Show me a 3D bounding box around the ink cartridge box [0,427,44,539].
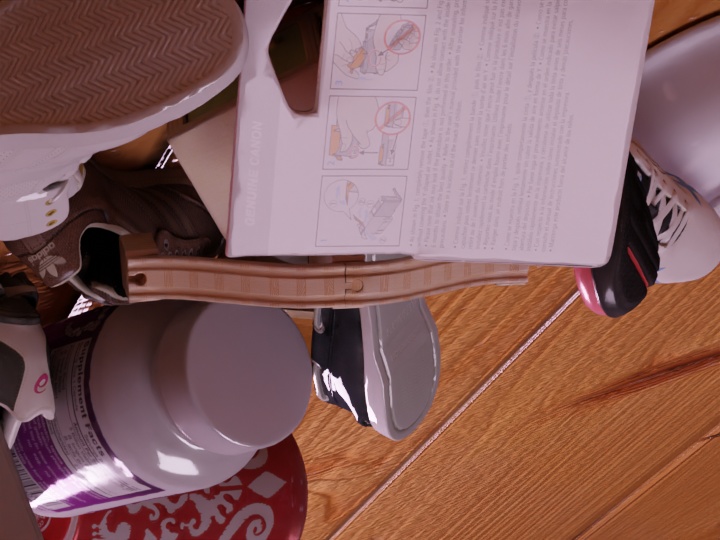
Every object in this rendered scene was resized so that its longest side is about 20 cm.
[{"bbox_3d":[-0.241,0.086,0.973,0.147,0.200,0.083,-21,161,-9],"label":"ink cartridge box"}]

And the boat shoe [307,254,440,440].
[{"bbox_3d":[0.000,0.000,1.078,0.076,0.060,0.200,-38,138,-45],"label":"boat shoe"}]

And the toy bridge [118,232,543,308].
[{"bbox_3d":[-0.010,-0.002,0.979,0.200,0.027,0.067,-2,-165,-11],"label":"toy bridge"}]

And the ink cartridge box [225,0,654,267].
[{"bbox_3d":[0.034,-0.100,0.896,0.176,0.045,0.200,2,117,-10],"label":"ink cartridge box"}]

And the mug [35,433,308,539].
[{"bbox_3d":[-0.163,0.162,1.394,0.178,0.133,0.200,-38,154,30],"label":"mug"}]

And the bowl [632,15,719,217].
[{"bbox_3d":[0.223,-0.076,1.285,0.201,0.090,0.201,-23,162,-8],"label":"bowl"}]

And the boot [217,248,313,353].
[{"bbox_3d":[-0.046,0.031,1.266,0.201,0.071,0.144,-9,154,-50],"label":"boot"}]

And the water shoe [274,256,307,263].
[{"bbox_3d":[0.017,-0.031,1.178,0.200,0.072,0.079,-13,160,-30],"label":"water shoe"}]

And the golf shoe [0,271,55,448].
[{"bbox_3d":[-0.240,0.080,1.139,0.077,0.088,0.200,-5,155,-48],"label":"golf shoe"}]

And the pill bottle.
[{"bbox_3d":[-0.119,0.070,1.142,0.112,0.112,0.200,-7,173,-42],"label":"pill bottle"}]

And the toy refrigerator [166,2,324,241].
[{"bbox_3d":[0.010,-0.096,0.965,0.200,0.070,0.076,-27,-155,7],"label":"toy refrigerator"}]

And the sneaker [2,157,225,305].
[{"bbox_3d":[-0.122,-0.011,1.056,0.070,0.076,0.200,-32,160,20],"label":"sneaker"}]

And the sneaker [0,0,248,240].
[{"bbox_3d":[-0.129,-0.069,0.902,0.200,0.074,0.116,-15,165,13],"label":"sneaker"}]

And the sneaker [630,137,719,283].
[{"bbox_3d":[0.144,-0.039,1.168,0.200,0.072,0.072,29,93,-39],"label":"sneaker"}]

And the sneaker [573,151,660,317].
[{"bbox_3d":[0.094,-0.051,1.046,0.087,0.200,0.074,-18,140,13],"label":"sneaker"}]
